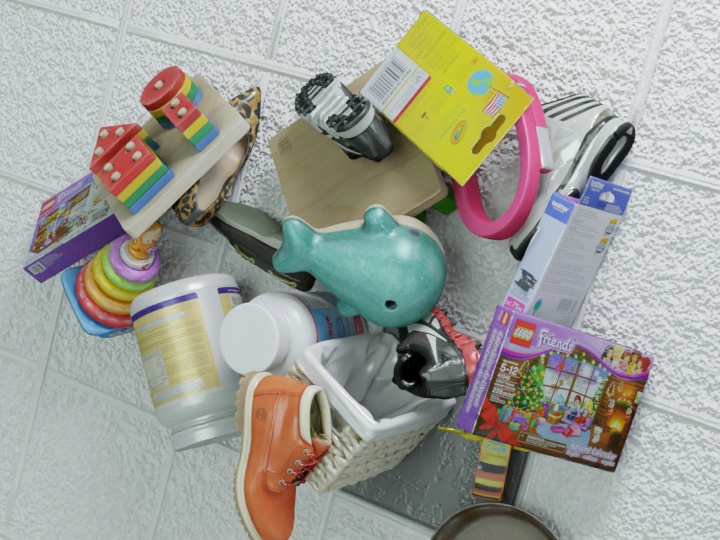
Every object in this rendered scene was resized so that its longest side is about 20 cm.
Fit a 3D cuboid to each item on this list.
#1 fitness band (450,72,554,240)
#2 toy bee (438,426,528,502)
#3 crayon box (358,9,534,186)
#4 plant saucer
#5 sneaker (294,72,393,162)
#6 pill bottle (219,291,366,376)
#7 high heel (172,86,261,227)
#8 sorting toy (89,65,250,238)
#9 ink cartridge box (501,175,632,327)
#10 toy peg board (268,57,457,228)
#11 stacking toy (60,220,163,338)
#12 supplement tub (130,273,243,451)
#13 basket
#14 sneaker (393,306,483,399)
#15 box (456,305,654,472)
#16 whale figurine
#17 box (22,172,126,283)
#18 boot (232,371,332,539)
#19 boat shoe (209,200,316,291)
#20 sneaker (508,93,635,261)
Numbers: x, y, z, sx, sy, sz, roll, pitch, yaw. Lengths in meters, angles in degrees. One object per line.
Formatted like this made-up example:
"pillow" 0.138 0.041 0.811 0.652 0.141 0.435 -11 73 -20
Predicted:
"fitness band" 0.156 -0.133 1.508 0.143 0.037 0.201 -36 52 46
"toy bee" 0.153 0.174 1.500 0.130 0.109 0.202 -10 95 11
"crayon box" 0.103 -0.188 1.479 0.127 0.051 0.200 -50 54 10
"plant saucer" 0.166 0.373 1.544 0.199 0.032 0.202 -1 88 27
"sneaker" -0.018 -0.173 1.546 0.066 0.091 0.200 -43 30 -2
"pill bottle" -0.082 0.080 1.582 0.108 0.200 0.110 0 90 28
"high heel" -0.170 -0.144 1.658 0.071 0.143 0.201 32 89 -17
"sorting toy" -0.261 -0.166 1.667 0.200 0.070 0.199 -44 34 0
"ink cartridge box" 0.227 -0.013 1.466 0.042 0.119 0.201 34 105 33
"toy peg board" 0.012 -0.115 1.610 0.199 0.098 0.200 -31 60 22
"stacking toy" -0.301 -0.007 1.710 0.110 0.116 0.200 61 140 17
"supplement tub" -0.204 0.118 1.678 0.145 0.145 0.202 -20 80 26
"basket" -0.005 0.167 1.547 0.136 0.199 0.124 45 115 21
"sneaker" 0.073 0.094 1.516 0.200 0.097 0.071 -137 37 -63
"box" 0.214 0.130 1.426 0.039 0.199 0.138 23 95 63
"whale figurine" 0.000 0.000 1.493 0.198 0.104 0.160 13 127 -10
"box" -0.364 -0.080 1.781 0.199 0.039 0.137 -27 37 25
"boot" -0.081 0.216 1.449 0.107 0.075 0.202 3 98 30
"boat shoe" -0.130 -0.035 1.678 0.201 0.071 0.061 28 117 38
"sneaker" 0.217 -0.114 1.511 0.115 0.075 0.201 45 106 33
